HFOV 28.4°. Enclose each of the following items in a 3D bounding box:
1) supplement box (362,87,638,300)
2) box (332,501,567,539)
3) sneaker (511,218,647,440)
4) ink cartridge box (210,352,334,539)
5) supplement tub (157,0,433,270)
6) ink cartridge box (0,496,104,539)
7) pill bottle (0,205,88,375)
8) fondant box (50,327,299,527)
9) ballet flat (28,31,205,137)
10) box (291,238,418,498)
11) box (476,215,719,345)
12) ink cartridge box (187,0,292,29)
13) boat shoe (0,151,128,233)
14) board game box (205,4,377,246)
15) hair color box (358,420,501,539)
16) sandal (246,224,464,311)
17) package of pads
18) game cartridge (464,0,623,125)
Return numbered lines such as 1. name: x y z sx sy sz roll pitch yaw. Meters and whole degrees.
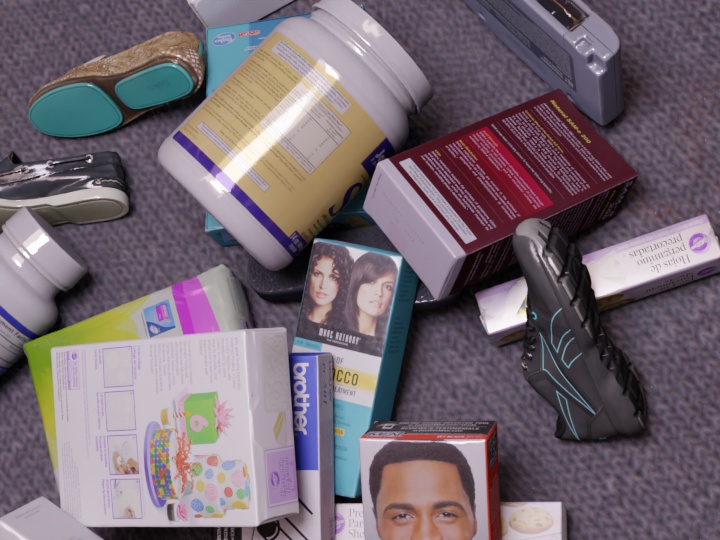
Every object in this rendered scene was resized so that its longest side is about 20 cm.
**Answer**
1. supplement box: 0.115 -0.065 1.160 0.200 0.061 0.109 -24 63 -28
2. box: 0.067 0.208 1.147 0.199 0.039 0.042 -2 73 14
3. sneaker: 0.155 0.054 1.114 0.079 0.075 0.200 -19 110 24
4. ink cartridge box: -0.071 0.166 1.136 0.094 0.044 0.201 0 90 15
5. supplement tub: -0.052 -0.115 1.175 0.200 0.145 0.145 -46 67 -3
6. ink cartridge box: -0.206 0.281 1.092 0.200 0.068 0.115 32 107 14
7. pill bottle: -0.343 0.039 1.271 0.200 0.112 0.112 -44 67 -2
8. fondant box: -0.147 0.124 1.109 0.199 0.058 0.145 -6 86 33
9. ballet flat: -0.222 -0.175 1.331 0.199 0.071 0.065 -10 42 28
10. box: -0.013 0.079 1.173 0.082 0.049 0.201 12 93 21
11. box: 0.195 0.009 1.168 0.199 0.041 0.039 -19 70 7
12. ink cartridge box: -0.123 -0.340 1.350 0.144 0.084 0.200 -28 67 4
13. boat shoe: -0.312 -0.079 1.322 0.199 0.075 0.066 -6 69 12
14. board game box: -0.062 -0.130 1.286 0.150 0.047 0.201 -6 72 13
15. hair color box: 0.057 0.219 1.094 0.101 0.061 0.201 -2 97 15
16. sandal: 0.000 -0.001 1.236 0.199 0.043 0.076 4 66 24
17. package of pads: -0.178 0.105 1.231 0.199 0.068 0.155 -21 67 8
18. game cartridge: 0.148 -0.215 1.210 0.042 0.133 0.200 -42 68 -1
